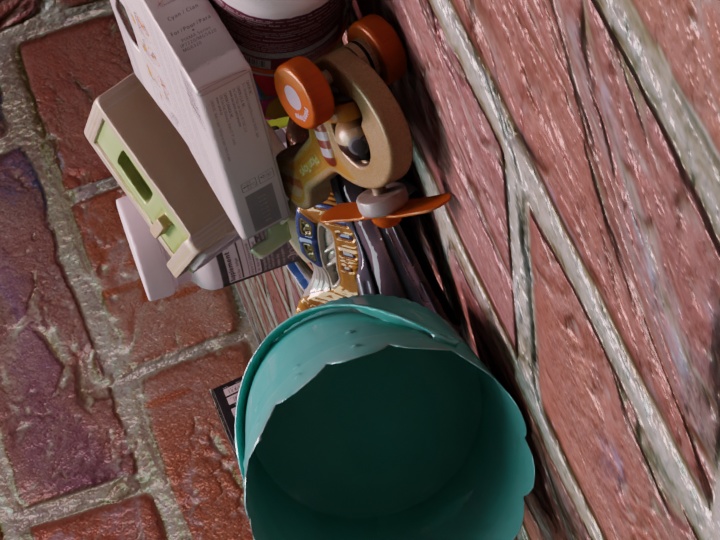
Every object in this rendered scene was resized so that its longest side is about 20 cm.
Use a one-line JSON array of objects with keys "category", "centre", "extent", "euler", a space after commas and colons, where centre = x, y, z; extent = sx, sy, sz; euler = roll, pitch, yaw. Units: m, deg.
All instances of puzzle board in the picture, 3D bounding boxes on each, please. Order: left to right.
[{"category": "puzzle board", "centre": [-0.018, 0.057, 2.063], "extent": [0.201, 0.017, 0.151], "euler": [57, 176, -28]}]

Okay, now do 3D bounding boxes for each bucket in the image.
[{"category": "bucket", "centre": [0.010, 0.121, 1.531], "extent": [0.135, 0.206, 0.208], "euler": [-113, 6, -69]}]

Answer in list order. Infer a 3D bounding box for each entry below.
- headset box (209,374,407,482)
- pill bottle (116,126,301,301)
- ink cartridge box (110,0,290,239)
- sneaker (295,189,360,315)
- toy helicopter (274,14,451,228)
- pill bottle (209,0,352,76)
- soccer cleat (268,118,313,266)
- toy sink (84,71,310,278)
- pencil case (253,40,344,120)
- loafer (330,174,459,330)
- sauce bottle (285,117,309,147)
[{"category": "headset box", "centre": [0.004, 0.153, 1.692], "extent": [0.093, 0.173, 0.201], "euler": [-118, 7, -54]}, {"category": "pill bottle", "centre": [-0.107, -0.051, 1.956], "extent": [0.116, 0.199, 0.117], "euler": [161, 90, -84]}, {"category": "ink cartridge box", "centre": [-0.119, -0.141, 1.557], "extent": [0.177, 0.045, 0.200], "euler": [57, 170, 27]}, {"category": "sneaker", "centre": [0.000, 0.000, 1.714], "extent": [0.075, 0.088, 0.201], "euler": [22, 135, 19]}, {"category": "toy helicopter", "centre": [-0.011, -0.077, 1.506], "extent": [0.133, 0.079, 0.200], "euler": [57, 157, 2]}, {"category": "pill bottle", "centre": [-0.056, -0.209, 1.484], "extent": [0.200, 0.109, 0.110], "euler": [102, 148, -77]}, {"category": "soccer cleat", "centre": [-0.067, -0.081, 2.136], "extent": [0.084, 0.064, 0.201], "euler": [75, 172, -51]}, {"category": "toy sink", "centre": [-0.123, -0.069, 1.783], "extent": [0.201, 0.112, 0.130], "euler": [54, 166, -1]}, {"category": "pencil case", "centre": [-0.060, -0.207, 1.638], "extent": [0.088, 0.088, 0.201], "euler": [-147, 38, -79]}, {"category": "loafer", "centre": [0.024, -0.041, 1.602], "extent": [0.072, 0.063, 0.201], "euler": [-34, -68, -66]}, {"category": "sauce bottle", "centre": [-0.024, -0.070, 1.818], "extent": [0.200, 0.066, 0.066], "euler": [84, 165, -62]}]
